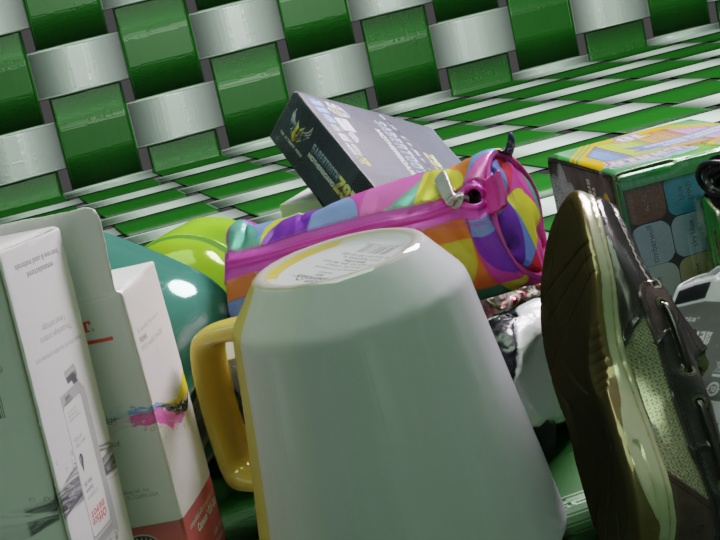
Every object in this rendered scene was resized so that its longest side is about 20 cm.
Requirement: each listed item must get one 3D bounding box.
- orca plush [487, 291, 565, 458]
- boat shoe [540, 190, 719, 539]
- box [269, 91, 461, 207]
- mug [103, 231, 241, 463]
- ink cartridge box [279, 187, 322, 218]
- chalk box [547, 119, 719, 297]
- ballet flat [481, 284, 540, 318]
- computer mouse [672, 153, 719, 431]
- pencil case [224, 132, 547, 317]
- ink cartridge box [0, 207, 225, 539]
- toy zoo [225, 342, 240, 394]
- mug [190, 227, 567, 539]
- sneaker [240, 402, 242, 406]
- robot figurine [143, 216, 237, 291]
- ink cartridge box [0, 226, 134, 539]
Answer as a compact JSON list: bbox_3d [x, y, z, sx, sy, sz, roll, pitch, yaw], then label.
[{"bbox_3d":[0.092,0.041,0.803,0.071,0.106,0.200,10,20,26],"label":"orca plush"},{"bbox_3d":[0.133,0.049,0.670,0.066,0.072,0.202,5,50,-13],"label":"boat shoe"},{"bbox_3d":[0.039,-0.057,1.111,0.157,0.051,0.200,11,31,-41],"label":"box"},{"bbox_3d":[-0.132,0.060,0.858,0.114,0.153,0.185,21,28,18],"label":"mug"},{"bbox_3d":[-0.009,-0.019,1.201,0.067,0.118,0.200,-6,12,22],"label":"ink cartridge box"},{"bbox_3d":[0.225,-0.027,0.971,0.123,0.125,0.200,-14,12,-7],"label":"chalk box"},{"bbox_3d":[0.103,0.035,0.917,0.076,0.064,0.200,-43,-29,22],"label":"ballet flat"},{"bbox_3d":[0.188,0.032,0.712,0.044,0.201,0.109,32,-14,-31],"label":"computer mouse"},{"bbox_3d":[0.012,-0.013,0.814,0.199,0.089,0.088,-17,8,29],"label":"pencil case"},{"bbox_3d":[-0.152,0.068,0.727,0.116,0.201,0.068,-10,12,10],"label":"ink cartridge box"},{"bbox_3d":[-0.008,0.054,0.824,0.130,0.021,0.200,-12,-22,6],"label":"toy zoo"},{"bbox_3d":[-0.009,0.069,0.670,0.185,0.154,0.149,-11,15,14],"label":"mug"},{"bbox_3d":[-0.067,0.053,0.973,0.087,0.076,0.199,-16,-1,-43],"label":"sneaker"},{"bbox_3d":[-0.129,0.021,1.136,0.174,0.117,0.200,2,11,7],"label":"robot figurine"},{"bbox_3d":[-0.196,0.094,0.656,0.146,0.201,0.083,-10,8,11],"label":"ink cartridge box"}]
